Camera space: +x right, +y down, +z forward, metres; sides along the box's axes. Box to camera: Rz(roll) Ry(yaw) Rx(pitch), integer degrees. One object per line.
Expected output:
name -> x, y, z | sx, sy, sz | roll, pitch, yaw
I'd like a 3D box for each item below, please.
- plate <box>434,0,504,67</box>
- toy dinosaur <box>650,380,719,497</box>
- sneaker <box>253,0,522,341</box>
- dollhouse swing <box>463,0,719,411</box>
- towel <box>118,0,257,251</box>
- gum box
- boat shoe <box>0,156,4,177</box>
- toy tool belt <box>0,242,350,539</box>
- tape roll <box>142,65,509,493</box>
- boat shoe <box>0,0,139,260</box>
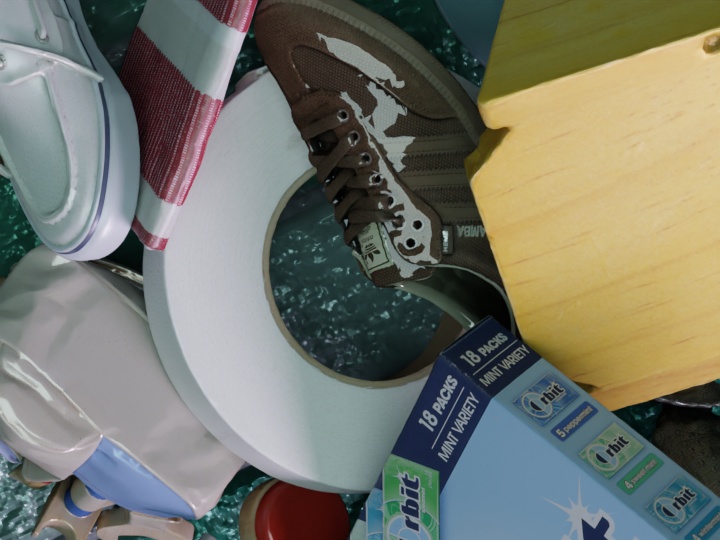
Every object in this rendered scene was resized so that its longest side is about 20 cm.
plate -> 0.124, -0.168, 1.203 | 0.199, 0.026, 0.201 | 0, 100, 1
toy dinosaur -> 0.166, 0.109, 1.203 | 0.077, 0.200, 0.102 | -31, 137, 16
sneaker -> 0.020, -0.035, 1.136 | 0.200, 0.070, 0.076 | 44, 59, -13
dollhouse swing -> 0.130, -0.083, 1.114 | 0.181, 0.176, 0.200 | -17, 137, 5
towel -> -0.067, -0.118, 1.154 | 0.023, 0.144, 0.201 | 17, 101, -19
gum box -> 0.090, 0.144, 1.104 | 0.200, 0.045, 0.170 | 38, 131, 16
boat shoe -> -0.253, -0.096, 1.205 | 0.200, 0.072, 0.072 | 40, 129, -17
toy tool belt -> -0.105, 0.077, 1.221 | 0.200, 0.123, 0.125 | 39, 66, -13
tape roll -> 0.000, 0.000, 1.187 | 0.202, 0.037, 0.204 | 3, 82, -20
boat shoe -> -0.160, -0.099, 1.141 | 0.075, 0.086, 0.203 | -31, 66, 37
